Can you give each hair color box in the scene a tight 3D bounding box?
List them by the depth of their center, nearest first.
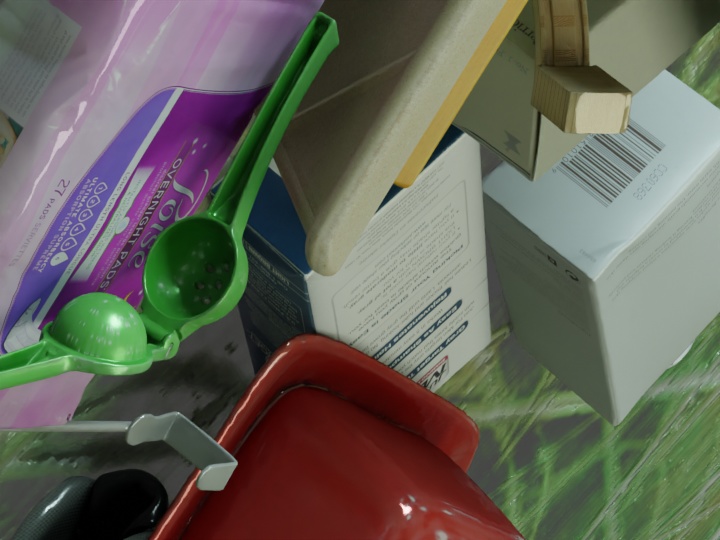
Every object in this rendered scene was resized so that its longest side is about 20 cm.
[{"bbox_3d":[0.000,0.000,1.143,0.100,0.061,0.200,-42,156,-16],"label":"hair color box"}]

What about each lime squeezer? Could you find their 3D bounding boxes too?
[{"bbox_3d":[-0.070,0.004,0.842,0.200,0.038,0.071,-40,157,-26],"label":"lime squeezer"}]

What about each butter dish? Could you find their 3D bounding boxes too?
[{"bbox_3d":[0.001,0.152,1.108,0.200,0.148,0.200,-57,148,0],"label":"butter dish"}]

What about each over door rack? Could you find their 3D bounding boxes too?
[{"bbox_3d":[-0.165,0.099,0.949,0.200,0.067,0.148,13,116,-43],"label":"over door rack"}]

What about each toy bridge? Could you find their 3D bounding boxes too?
[{"bbox_3d":[0.080,-0.152,0.936,0.027,0.067,0.200,-5,114,-20],"label":"toy bridge"}]

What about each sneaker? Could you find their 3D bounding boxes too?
[{"bbox_3d":[-0.095,0.135,1.158,0.200,0.075,0.116,-11,133,-57],"label":"sneaker"}]

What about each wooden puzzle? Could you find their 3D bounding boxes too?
[{"bbox_3d":[0.024,-0.110,0.900,0.185,0.037,0.200,-58,-159,18],"label":"wooden puzzle"}]

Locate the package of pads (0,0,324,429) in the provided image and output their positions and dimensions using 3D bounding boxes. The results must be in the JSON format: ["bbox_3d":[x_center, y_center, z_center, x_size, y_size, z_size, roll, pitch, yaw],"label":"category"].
[{"bbox_3d":[-0.098,-0.043,0.864,0.200,0.076,0.120,-58,156,17],"label":"package of pads"}]

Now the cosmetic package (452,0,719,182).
[{"bbox_3d":[0.099,-0.139,1.063,0.200,0.104,0.073,-41,155,-26],"label":"cosmetic package"}]

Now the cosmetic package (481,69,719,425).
[{"bbox_3d":[0.131,-0.015,1.352,0.113,0.081,0.200,-45,159,-13],"label":"cosmetic package"}]
